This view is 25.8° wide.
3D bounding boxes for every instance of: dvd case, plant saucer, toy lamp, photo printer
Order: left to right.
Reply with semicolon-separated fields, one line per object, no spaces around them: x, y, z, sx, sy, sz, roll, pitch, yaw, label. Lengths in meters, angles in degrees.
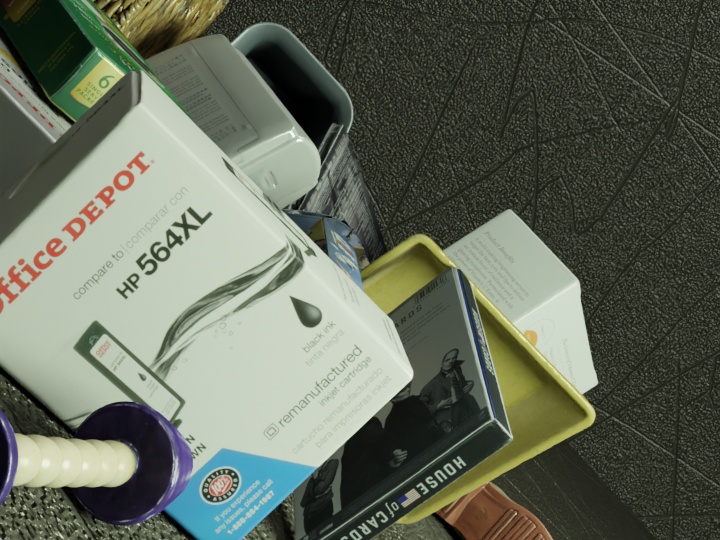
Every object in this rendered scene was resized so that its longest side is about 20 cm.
-0.121;0.081;0.660;0.058;0.058;0.200;48;6;14;toy lamp
-0.140;-0.099;1.223;0.200;0.166;0.070;52;-11;47;photo printer
-0.021;-0.003;1.353;0.016;0.149;0.201;6;-40;25;dvd case
0.019;0.090;1.002;0.025;0.150;0.200;47;15;-21;dvd case
0.040;0.075;1.162;0.200;0.199;0.049;45;31;-19;plant saucer

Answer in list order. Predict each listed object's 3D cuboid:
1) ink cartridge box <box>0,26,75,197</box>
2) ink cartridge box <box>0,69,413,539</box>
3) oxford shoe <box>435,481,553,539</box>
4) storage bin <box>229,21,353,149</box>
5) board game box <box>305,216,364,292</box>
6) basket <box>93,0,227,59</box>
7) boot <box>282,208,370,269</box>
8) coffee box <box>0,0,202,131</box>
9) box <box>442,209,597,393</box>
-0.200;-0.065;0.918;0.145;0.084;0.200;46;5;-14;ink cartridge box
-0.094;0.022;0.803;0.200;0.146;0.084;44;8;-19;ink cartridge box
0.129;0.236;1.382;0.200;0.071;0.074;51;4;32;oxford shoe
-0.111;-0.107;1.394;0.146;0.200;0.134;45;-3;-12;storage bin
-0.058;0.038;1.018;0.035;0.135;0.200;45;6;-9;board game box
-0.218;-0.240;1.323;0.149;0.200;0.143;47;8;14;basket
0.000;0.000;1.224;0.198;0.098;0.075;0;9;-15;boot
-0.170;-0.132;0.965;0.123;0.044;0.200;42;5;-46;coffee box
0.086;0.074;1.339;0.106;0.199;0.153;50;-13;39;box
